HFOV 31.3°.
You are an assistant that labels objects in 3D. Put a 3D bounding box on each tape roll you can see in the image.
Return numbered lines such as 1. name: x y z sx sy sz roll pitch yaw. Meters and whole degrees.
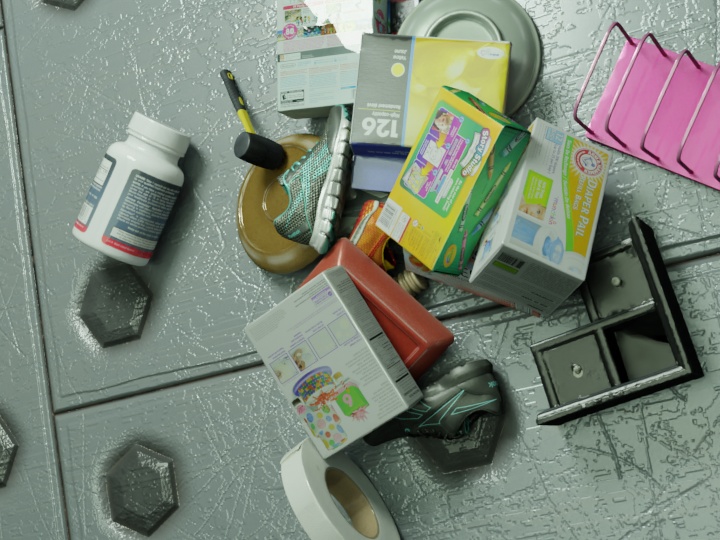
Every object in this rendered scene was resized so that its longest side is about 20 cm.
1. tape roll: -0.023 0.303 1.628 0.037 0.203 0.203 -39 71 15

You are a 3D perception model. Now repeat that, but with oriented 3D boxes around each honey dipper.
1. honey dipper: 0.002 0.059 1.739 0.200 0.038 0.038 -33 72 21

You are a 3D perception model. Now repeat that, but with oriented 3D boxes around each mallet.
1. mallet: -0.172 -0.220 1.803 0.041 0.066 0.200 -49 52 26

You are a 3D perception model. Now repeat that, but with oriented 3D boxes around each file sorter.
1. file sorter: 0.376 -0.201 1.554 0.199 0.125 0.140 26 95 24

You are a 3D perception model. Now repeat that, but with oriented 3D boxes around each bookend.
1. bookend: 0.290 0.066 1.578 0.198 0.092 0.201 -21 75 20

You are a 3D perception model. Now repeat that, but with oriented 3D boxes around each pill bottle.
1. pill bottle: -0.324 -0.119 1.853 0.119 0.119 0.201 27 95 24

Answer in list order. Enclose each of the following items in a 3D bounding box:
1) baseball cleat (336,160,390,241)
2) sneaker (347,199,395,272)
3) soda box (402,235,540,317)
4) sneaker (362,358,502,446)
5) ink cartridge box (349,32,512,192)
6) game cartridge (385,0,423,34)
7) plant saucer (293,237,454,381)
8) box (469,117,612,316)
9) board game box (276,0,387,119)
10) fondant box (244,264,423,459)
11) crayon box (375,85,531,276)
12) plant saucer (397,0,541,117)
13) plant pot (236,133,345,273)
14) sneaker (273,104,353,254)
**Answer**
1. baseball cleat: 0.031 -0.115 1.726 0.199 0.070 0.107 -26 75 18
2. sneaker: 0.000 0.000 1.706 0.077 0.073 0.200 27 125 -7
3. soda box: 0.155 -0.013 1.649 0.199 0.064 0.068 20 53 24
4. sneaker: 0.092 0.188 1.660 0.199 0.075 0.080 -30 75 18
5. ink cartridge box: 0.087 -0.198 1.647 0.196 0.047 0.201 5 88 11
6. game cartridge: 0.024 -0.304 1.772 0.199 0.038 0.131 -3 87 23
7. plant saucer: -0.013 0.094 1.681 0.199 0.037 0.200 42 115 1
8. box: 0.220 -0.066 1.555 0.112 0.101 0.201 23 58 -8
9. board game box: -0.039 -0.315 1.749 0.147 0.064 0.201 -2 84 22
10. fondant box: -0.035 0.116 1.631 0.144 0.058 0.201 -34 85 25
11. crayon box: 0.111 -0.110 1.573 0.119 0.058 0.201 40 111 40
12. plant saucer: 0.136 -0.285 1.690 0.199 0.050 0.201 -1 84 12
13. plant pot: -0.105 -0.096 1.775 0.199 0.027 0.201 -12 71 36
14. sneaker: -0.063 -0.126 1.684 0.091 0.078 0.201 11 77 7
